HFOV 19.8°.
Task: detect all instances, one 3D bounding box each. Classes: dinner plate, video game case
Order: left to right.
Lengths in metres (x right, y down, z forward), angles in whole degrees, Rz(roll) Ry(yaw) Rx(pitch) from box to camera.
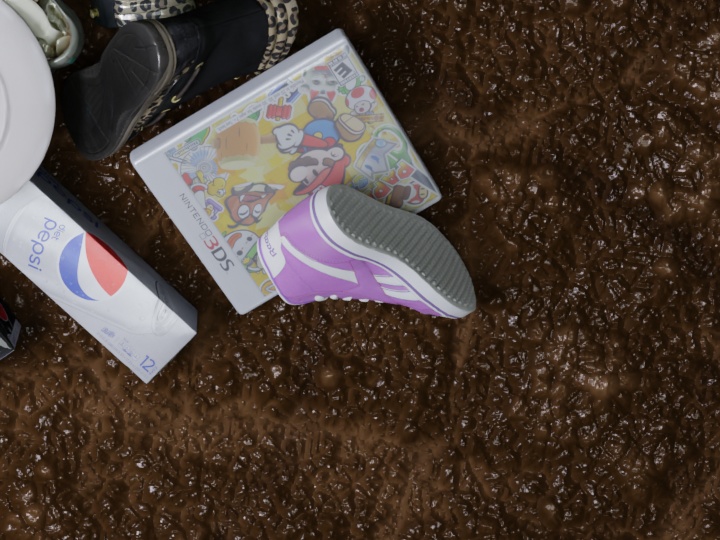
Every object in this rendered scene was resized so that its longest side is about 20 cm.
[{"bbox_3d":[-0.333,-0.129,1.577,0.199,0.024,0.202,0,110,1],"label":"dinner plate"},{"bbox_3d":[-0.058,-0.077,1.683,0.199,0.023,0.182,-30,125,5],"label":"video game case"}]

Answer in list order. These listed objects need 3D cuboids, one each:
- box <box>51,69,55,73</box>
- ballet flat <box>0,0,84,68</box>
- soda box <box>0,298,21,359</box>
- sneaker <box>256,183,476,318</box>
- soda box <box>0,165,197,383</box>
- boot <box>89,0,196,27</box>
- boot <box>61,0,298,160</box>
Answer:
[{"bbox_3d":[-0.349,-0.170,1.633,0.199,0.046,0.160,28,81,-10],"label":"box"},{"bbox_3d":[-0.292,-0.231,1.586,0.200,0.064,0.067,42,94,-11],"label":"ballet flat"},{"bbox_3d":[-0.381,0.087,1.716,0.199,0.071,0.063,-34,106,6],"label":"soda box"},{"bbox_3d":[0.000,-0.001,1.706,0.114,0.073,0.200,-32,135,32],"label":"sneaker"},{"bbox_3d":[-0.225,-0.001,1.702,0.063,0.068,0.200,-44,103,9],"label":"soda box"},{"bbox_3d":[-0.229,-0.266,1.627,0.202,0.074,0.155,-6,110,1],"label":"boot"},{"bbox_3d":[-0.146,-0.160,1.643,0.150,0.200,0.073,-24,81,-33],"label":"boot"}]
